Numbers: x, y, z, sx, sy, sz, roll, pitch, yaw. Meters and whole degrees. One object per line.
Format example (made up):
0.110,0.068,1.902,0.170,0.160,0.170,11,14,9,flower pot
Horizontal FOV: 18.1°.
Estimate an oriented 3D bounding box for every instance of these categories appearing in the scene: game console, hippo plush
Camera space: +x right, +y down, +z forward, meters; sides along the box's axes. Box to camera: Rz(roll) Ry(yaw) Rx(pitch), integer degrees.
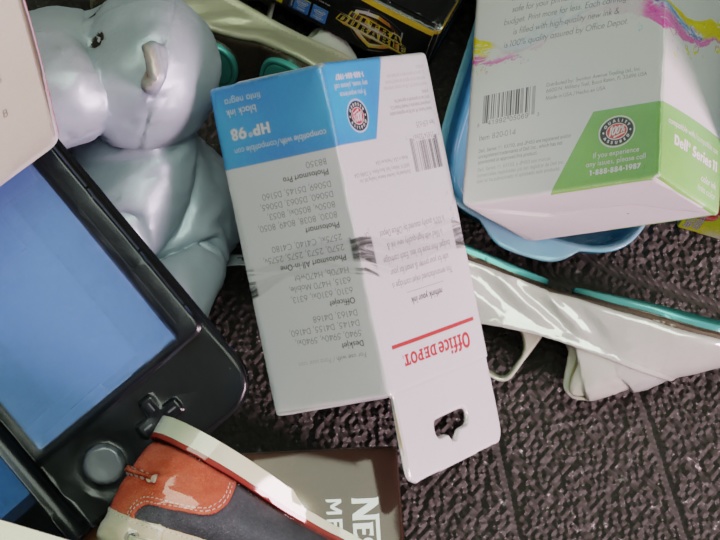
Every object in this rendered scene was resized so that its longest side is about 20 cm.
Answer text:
-0.176,0.037,1.001,0.171,0.118,0.200,-39,93,6,game console
-0.113,-0.048,1.096,0.200,0.161,0.159,-3,42,-3,hippo plush

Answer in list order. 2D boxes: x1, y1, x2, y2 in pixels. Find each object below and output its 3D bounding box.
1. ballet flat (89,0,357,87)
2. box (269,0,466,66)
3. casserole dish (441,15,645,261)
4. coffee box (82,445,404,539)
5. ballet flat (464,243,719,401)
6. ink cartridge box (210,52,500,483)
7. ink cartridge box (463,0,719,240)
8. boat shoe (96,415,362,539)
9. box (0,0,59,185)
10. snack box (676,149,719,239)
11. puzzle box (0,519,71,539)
-0.048,-0.117,1.201,0.200,0.069,0.070,30,72,5,ballet flat
0.007,-0.219,1.221,0.160,0.049,0.200,29,58,3,box
0.112,-0.093,1.217,0.121,0.039,0.200,17,71,1,casserole dish
-0.079,0.149,1.102,0.200,0.080,0.114,-3,74,-5,coffee box
0.099,0.032,1.170,0.200,0.069,0.069,17,72,6,ballet flat
0.000,0.000,1.098,0.067,0.116,0.200,-10,92,28,ink cartridge box
0.121,-0.124,1.143,0.117,0.067,0.200,-7,70,36,ink cartridge box
-0.024,0.142,1.013,0.200,0.071,0.063,35,74,-18,boat shoe
-0.247,-0.104,0.979,0.200,0.109,0.128,35,60,30,box
0.251,-0.055,1.131,0.142,0.200,0.053,17,71,1,snack box
-0.112,0.186,0.950,0.200,0.025,0.133,18,82,-6,puzzle box
